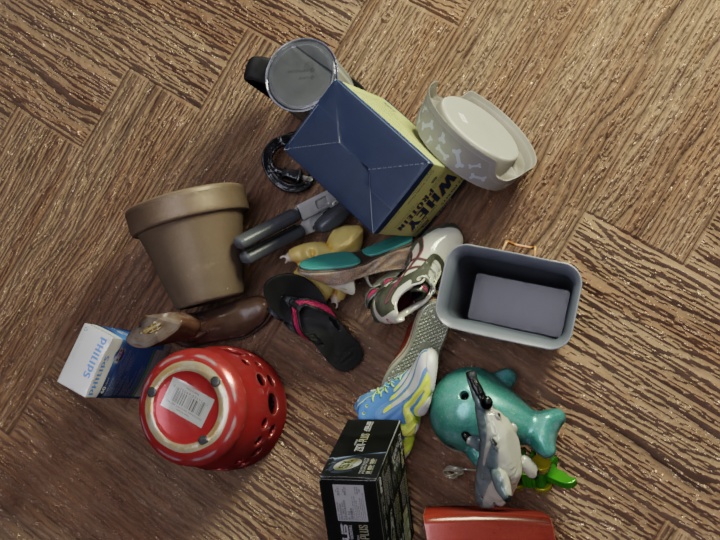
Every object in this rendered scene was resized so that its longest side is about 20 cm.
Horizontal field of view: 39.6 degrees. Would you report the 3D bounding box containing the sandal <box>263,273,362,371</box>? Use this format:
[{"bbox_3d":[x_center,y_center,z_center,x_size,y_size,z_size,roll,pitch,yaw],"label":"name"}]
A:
[{"bbox_3d":[-0.069,0.081,1.570,0.075,0.045,0.200,-43,102,3],"label":"sandal"}]

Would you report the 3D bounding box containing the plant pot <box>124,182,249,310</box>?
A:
[{"bbox_3d":[-0.264,-0.032,1.617,0.200,0.200,0.175,-15,88,13],"label":"plant pot"}]

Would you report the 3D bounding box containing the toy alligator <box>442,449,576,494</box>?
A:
[{"bbox_3d":[0.225,0.292,1.501,0.199,0.059,0.054,2,40,19],"label":"toy alligator"}]

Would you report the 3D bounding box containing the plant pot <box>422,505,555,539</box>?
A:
[{"bbox_3d":[0.193,0.428,1.423,0.176,0.200,0.201,-11,80,3],"label":"plant pot"}]

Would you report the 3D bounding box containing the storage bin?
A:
[{"bbox_3d":[0.228,0.036,1.490,0.199,0.134,0.146,11,86,16],"label":"storage bin"}]

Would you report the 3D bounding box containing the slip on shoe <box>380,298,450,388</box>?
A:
[{"bbox_3d":[0.087,0.133,1.559,0.074,0.061,0.201,22,102,-3],"label":"slip on shoe"}]

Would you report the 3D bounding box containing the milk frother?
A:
[{"bbox_3d":[-0.094,-0.239,1.592,0.180,0.188,0.201,-2,82,16],"label":"milk frother"}]

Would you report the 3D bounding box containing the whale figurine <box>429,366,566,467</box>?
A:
[{"bbox_3d":[0.196,0.211,1.474,0.199,0.104,0.159,14,67,25],"label":"whale figurine"}]

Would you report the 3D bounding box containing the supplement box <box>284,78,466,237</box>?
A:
[{"bbox_3d":[0.030,-0.165,1.530,0.200,0.200,0.134,44,106,17],"label":"supplement box"}]

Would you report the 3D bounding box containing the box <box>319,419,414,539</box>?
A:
[{"bbox_3d":[0.013,0.343,1.456,0.086,0.164,0.201,-2,111,16],"label":"box"}]

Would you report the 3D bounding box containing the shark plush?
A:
[{"bbox_3d":[0.173,0.244,1.410,0.083,0.091,0.201,-9,111,42],"label":"shark plush"}]

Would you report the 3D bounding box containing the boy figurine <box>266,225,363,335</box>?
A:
[{"bbox_3d":[-0.070,0.002,1.611,0.124,0.064,0.200,36,91,-8],"label":"boy figurine"}]

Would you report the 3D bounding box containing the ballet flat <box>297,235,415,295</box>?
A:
[{"bbox_3d":[0.000,0.000,1.562,0.199,0.068,0.067,-14,115,-16],"label":"ballet flat"}]

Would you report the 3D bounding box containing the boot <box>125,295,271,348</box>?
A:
[{"bbox_3d":[-0.252,0.081,1.585,0.186,0.200,0.064,-24,77,12],"label":"boot"}]

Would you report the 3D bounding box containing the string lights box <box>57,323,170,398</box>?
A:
[{"bbox_3d":[-0.392,0.150,1.616,0.059,0.200,0.103,25,89,18],"label":"string lights box"}]

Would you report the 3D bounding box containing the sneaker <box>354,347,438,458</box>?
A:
[{"bbox_3d":[0.048,0.197,1.510,0.105,0.076,0.201,17,114,1],"label":"sneaker"}]

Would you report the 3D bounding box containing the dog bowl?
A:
[{"bbox_3d":[0.170,-0.201,1.515,0.200,0.200,0.059,47,121,16],"label":"dog bowl"}]

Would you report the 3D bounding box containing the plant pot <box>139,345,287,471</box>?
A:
[{"bbox_3d":[-0.238,0.218,1.575,0.200,0.182,0.201,-2,84,17],"label":"plant pot"}]

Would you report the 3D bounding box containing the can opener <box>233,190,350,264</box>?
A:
[{"bbox_3d":[-0.102,-0.070,1.591,0.200,0.067,0.053,-30,112,-28],"label":"can opener"}]

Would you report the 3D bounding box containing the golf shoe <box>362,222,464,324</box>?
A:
[{"bbox_3d":[0.099,0.011,1.535,0.200,0.088,0.077,-46,117,-12],"label":"golf shoe"}]
